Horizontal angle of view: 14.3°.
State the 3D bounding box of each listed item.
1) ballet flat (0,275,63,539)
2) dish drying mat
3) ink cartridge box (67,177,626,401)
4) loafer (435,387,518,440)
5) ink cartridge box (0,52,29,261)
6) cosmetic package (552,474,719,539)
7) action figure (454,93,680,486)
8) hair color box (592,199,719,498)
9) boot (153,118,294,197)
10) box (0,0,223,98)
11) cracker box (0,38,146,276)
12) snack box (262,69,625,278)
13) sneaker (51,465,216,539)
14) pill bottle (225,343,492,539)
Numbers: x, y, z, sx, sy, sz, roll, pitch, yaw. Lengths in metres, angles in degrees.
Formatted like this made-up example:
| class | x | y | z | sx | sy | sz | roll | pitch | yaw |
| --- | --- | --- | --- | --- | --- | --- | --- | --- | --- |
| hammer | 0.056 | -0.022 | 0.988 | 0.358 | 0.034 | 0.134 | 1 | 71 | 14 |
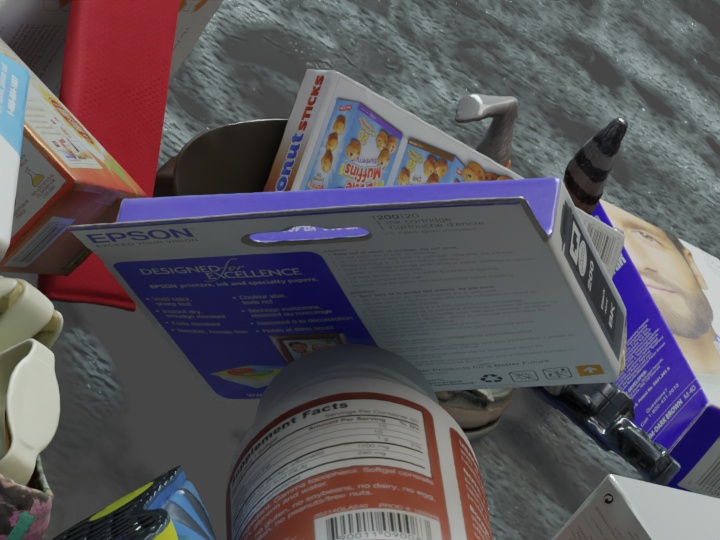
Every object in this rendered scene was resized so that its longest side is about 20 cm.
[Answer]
| class | x | y | z | sx | sy | sz | roll | pitch | yaw |
| --- | --- | --- | --- | --- | --- | --- | --- | --- | --- |
| ballet flat | -0.148 | 0.047 | 1.134 | 0.069 | 0.071 | 0.200 | 34 | 21 | -32 |
| dish drying mat | -0.115 | -0.084 | 1.321 | 0.018 | 0.201 | 0.077 | 7 | -2 | 29 |
| ink cartridge box | 0.000 | 0.000 | 1.234 | 0.200 | 0.197 | 0.044 | 55 | 35 | -62 |
| loafer | 0.020 | 0.037 | 1.441 | 0.199 | 0.063 | 0.072 | 15 | 33 | -47 |
| ink cartridge box | -0.245 | -0.042 | 1.046 | 0.199 | 0.146 | 0.147 | 32 | 23 | -19 |
| cosmetic package | 0.132 | 0.170 | 1.246 | 0.199 | 0.151 | 0.052 | 15 | 33 | -46 |
| action figure | 0.116 | 0.014 | 1.522 | 0.200 | 0.105 | 0.194 | 40 | -21 | 22 |
| hair color box | 0.192 | 0.054 | 1.695 | 0.109 | 0.065 | 0.200 | 25 | 24 | -33 |
| boot | -0.061 | -0.040 | 1.387 | 0.186 | 0.065 | 0.200 | 8 | 1 | -38 |
| box | -0.164 | -0.138 | 1.396 | 0.097 | 0.125 | 0.200 | 44 | 21 | 18 |
| cracker box | -0.189 | -0.087 | 1.225 | 0.200 | 0.058 | 0.134 | 47 | 6 | 7 |
| snack box | 0.041 | -0.020 | 1.325 | 0.200 | 0.072 | 0.024 | 27 | -12 | -38 |
| sneaker | -0.077 | 0.126 | 1.084 | 0.079 | 0.066 | 0.200 | 58 | -1 | -6 |
| pill bottle | 0.000 | 0.116 | 1.186 | 0.112 | 0.112 | 0.200 | 32 | 22 | -19 |
